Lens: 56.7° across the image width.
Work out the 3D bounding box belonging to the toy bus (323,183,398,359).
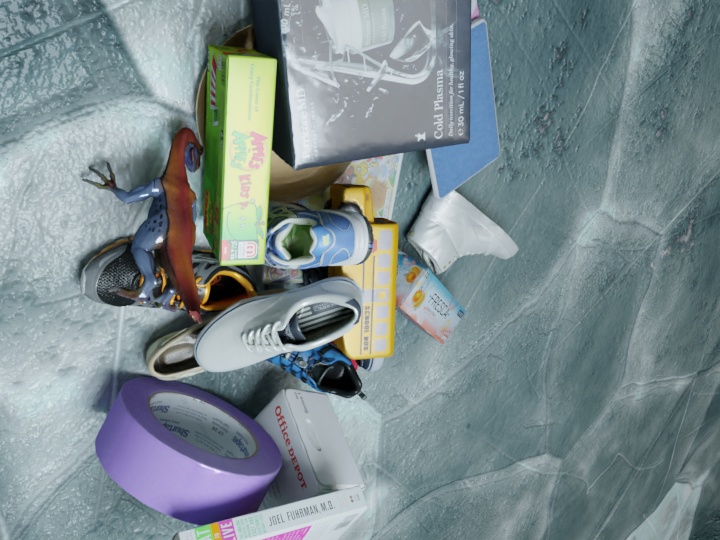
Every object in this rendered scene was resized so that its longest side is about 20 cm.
[{"bbox_3d":[0.000,0.000,0.788,0.078,0.065,0.202,-2,102,-16],"label":"toy bus"}]

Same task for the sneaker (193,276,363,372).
[{"bbox_3d":[-0.091,0.060,0.718,0.199,0.071,0.073,-24,104,3],"label":"sneaker"}]

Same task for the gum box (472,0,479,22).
[{"bbox_3d":[0.080,-0.312,0.810,0.113,0.066,0.201,-36,132,-21],"label":"gum box"}]

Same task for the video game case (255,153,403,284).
[{"bbox_3d":[-0.036,-0.081,0.850,0.181,0.023,0.201,-3,114,-32],"label":"video game case"}]

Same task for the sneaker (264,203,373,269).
[{"bbox_3d":[-0.081,-0.039,0.733,0.077,0.199,0.076,-4,92,-48],"label":"sneaker"}]

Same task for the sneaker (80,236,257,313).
[{"bbox_3d":[-0.203,0.011,0.735,0.199,0.077,0.079,-2,115,-38],"label":"sneaker"}]

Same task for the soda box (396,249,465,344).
[{"bbox_3d":[0.087,0.041,0.974,0.069,0.063,0.200,-54,149,-4],"label":"soda box"}]

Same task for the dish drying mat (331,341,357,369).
[{"bbox_3d":[-0.024,0.064,0.953,0.076,0.018,0.201,-11,119,-35],"label":"dish drying mat"}]

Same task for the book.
[{"bbox_3d":[-0.104,0.290,0.709,0.199,0.048,0.134,-3,143,-31],"label":"book"}]

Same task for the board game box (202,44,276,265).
[{"bbox_3d":[-0.126,-0.117,0.676,0.047,0.102,0.201,-2,112,-23],"label":"board game box"}]

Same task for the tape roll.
[{"bbox_3d":[-0.191,0.200,0.755,0.200,0.200,0.066,26,94,-44],"label":"tape roll"}]

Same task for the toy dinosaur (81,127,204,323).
[{"bbox_3d":[-0.174,-0.052,0.658,0.105,0.199,0.183,31,76,-59],"label":"toy dinosaur"}]

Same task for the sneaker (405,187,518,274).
[{"bbox_3d":[0.150,-0.039,1.015,0.199,0.074,0.116,31,92,-35],"label":"sneaker"}]

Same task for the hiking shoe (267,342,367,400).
[{"bbox_3d":[-0.074,0.107,0.877,0.199,0.087,0.075,29,92,-35],"label":"hiking shoe"}]

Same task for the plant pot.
[{"bbox_3d":[-0.086,-0.176,0.745,0.199,0.027,0.201,-9,114,-21],"label":"plant pot"}]

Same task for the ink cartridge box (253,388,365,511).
[{"bbox_3d":[-0.102,0.269,0.857,0.084,0.147,0.200,16,126,-44],"label":"ink cartridge box"}]

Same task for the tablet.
[{"bbox_3d":[0.125,-0.202,0.853,0.130,0.014,0.201,-36,133,-23],"label":"tablet"}]

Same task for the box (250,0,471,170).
[{"bbox_3d":[0.000,-0.224,0.676,0.195,0.124,0.201,-12,115,-16],"label":"box"}]

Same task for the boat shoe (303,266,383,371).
[{"bbox_3d":[-0.024,0.064,0.889,0.090,0.071,0.201,-17,127,-15],"label":"boat shoe"}]

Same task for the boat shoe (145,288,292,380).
[{"bbox_3d":[-0.154,0.078,0.787,0.199,0.065,0.073,-21,94,-16],"label":"boat shoe"}]
